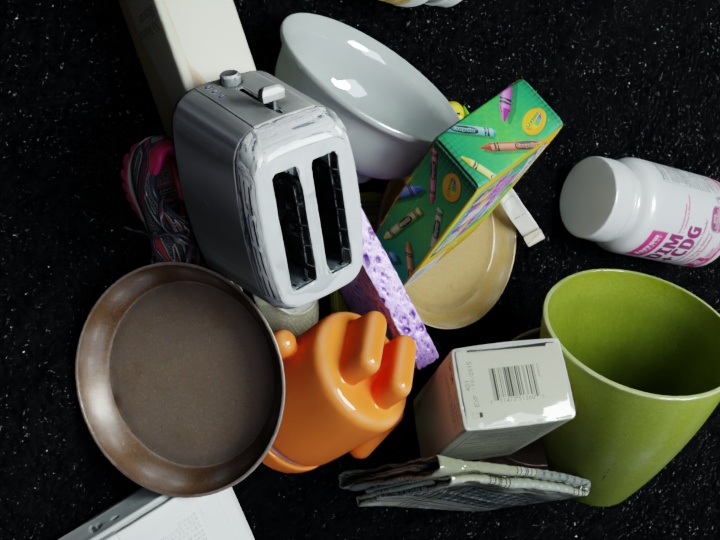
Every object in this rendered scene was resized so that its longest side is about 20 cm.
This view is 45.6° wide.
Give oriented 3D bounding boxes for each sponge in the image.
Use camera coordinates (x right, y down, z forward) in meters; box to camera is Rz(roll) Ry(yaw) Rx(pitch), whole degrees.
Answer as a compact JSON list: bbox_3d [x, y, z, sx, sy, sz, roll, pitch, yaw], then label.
[{"bbox_3d":[0.000,0.000,0.820,0.030,0.111,0.202,-32,105,-17],"label":"sponge"}]

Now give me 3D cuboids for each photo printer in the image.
[{"bbox_3d":[-0.164,0.295,0.779,0.165,0.069,0.203,-29,106,-26],"label":"photo printer"}]

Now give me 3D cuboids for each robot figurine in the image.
[{"bbox_3d":[-0.036,0.116,0.790,0.143,0.199,0.118,3,60,-50],"label":"robot figurine"}]

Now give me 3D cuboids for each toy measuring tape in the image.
[{"bbox_3d":[0.142,-0.092,0.905,0.074,0.073,0.201,-46,115,-20],"label":"toy measuring tape"}]

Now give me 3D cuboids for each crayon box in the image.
[{"bbox_3d":[0.090,-0.073,0.792,0.118,0.200,0.058,-37,80,-30],"label":"crayon box"}]

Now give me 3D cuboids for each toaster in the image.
[{"bbox_3d":[-0.072,-0.056,0.695,0.112,0.129,0.203,-23,122,-28],"label":"toaster"}]

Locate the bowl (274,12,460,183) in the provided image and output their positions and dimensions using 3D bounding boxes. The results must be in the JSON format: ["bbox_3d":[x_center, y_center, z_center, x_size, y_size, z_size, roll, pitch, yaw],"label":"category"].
[{"bbox_3d":[-0.007,-0.149,0.817,0.199,0.203,0.091,19,124,-29],"label":"bowl"}]

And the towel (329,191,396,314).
[{"bbox_3d":[0.007,0.020,0.898,0.085,0.018,0.204,-6,95,-29],"label":"towel"}]

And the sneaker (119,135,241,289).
[{"bbox_3d":[-0.157,-0.021,0.771,0.080,0.074,0.203,-29,106,-25],"label":"sneaker"}]

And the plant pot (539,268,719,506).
[{"bbox_3d":[0.254,0.136,0.861,0.185,0.187,0.202,-15,131,-28],"label":"plant pot"}]

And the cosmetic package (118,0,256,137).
[{"bbox_3d":[-0.160,-0.226,0.747,0.070,0.105,0.203,-23,101,-25],"label":"cosmetic package"}]

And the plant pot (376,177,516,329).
[{"bbox_3d":[0.091,-0.038,0.930,0.198,0.027,0.204,0,90,-36],"label":"plant pot"}]

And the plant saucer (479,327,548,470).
[{"bbox_3d":[0.214,0.152,0.965,0.197,0.035,0.204,-1,106,-5],"label":"plant saucer"}]

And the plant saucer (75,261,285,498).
[{"bbox_3d":[-0.153,0.093,0.744,0.197,0.034,0.204,1,95,14],"label":"plant saucer"}]

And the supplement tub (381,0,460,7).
[{"bbox_3d":[0.015,-0.338,0.818,0.197,0.144,0.147,6,88,-29],"label":"supplement tub"}]

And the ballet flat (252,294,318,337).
[{"bbox_3d":[-0.079,-0.019,0.822,0.067,0.062,0.203,-24,103,-26],"label":"ballet flat"}]

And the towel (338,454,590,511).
[{"bbox_3d":[0.099,0.222,0.863,0.197,0.192,0.035,15,67,-28],"label":"towel"}]

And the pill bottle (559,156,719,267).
[{"bbox_3d":[0.345,-0.072,1.033,0.197,0.113,0.115,8,88,-29],"label":"pill bottle"}]

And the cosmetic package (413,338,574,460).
[{"bbox_3d":[0.119,0.130,0.817,0.103,0.200,0.072,-5,70,-10],"label":"cosmetic package"}]
